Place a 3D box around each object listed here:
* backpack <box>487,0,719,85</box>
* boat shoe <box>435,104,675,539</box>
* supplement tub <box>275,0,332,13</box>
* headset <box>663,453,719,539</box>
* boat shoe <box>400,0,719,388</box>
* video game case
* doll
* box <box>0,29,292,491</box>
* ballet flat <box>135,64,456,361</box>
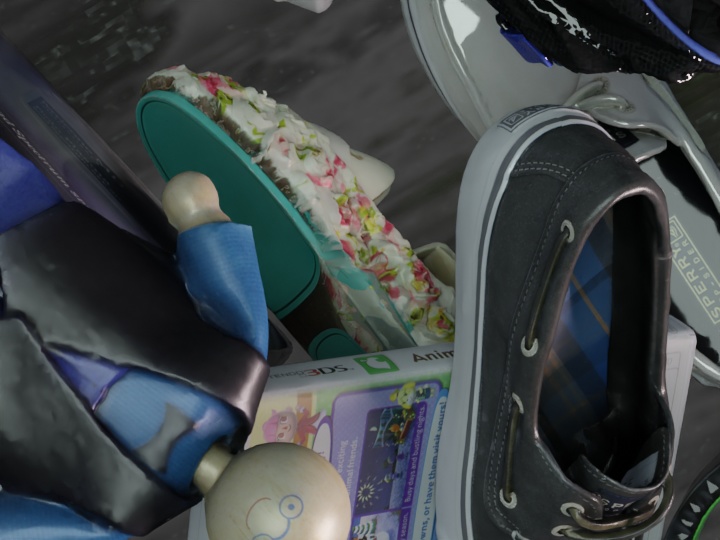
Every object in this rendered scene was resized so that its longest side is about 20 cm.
[{"bbox_3d":[0.063,-0.175,0.691,0.200,0.134,0.183,41,74,-23],"label":"backpack"},{"bbox_3d":[0.070,0.049,0.745,0.070,0.066,0.201,-13,119,-28],"label":"boat shoe"},{"bbox_3d":[-0.083,-0.179,0.804,0.199,0.140,0.141,22,95,2],"label":"supplement tub"},{"bbox_3d":[0.206,0.101,0.854,0.199,0.094,0.124,-16,98,20],"label":"headset"},{"bbox_3d":[0.084,-0.039,0.841,0.072,0.066,0.200,-33,92,5],"label":"boat shoe"},{"bbox_3d":[0.021,0.117,0.804,0.181,0.022,0.201,-7,116,-31],"label":"video game case"},{"bbox_3d":[-0.090,0.023,0.651,0.200,0.048,0.137,33,83,1],"label":"doll"},{"bbox_3d":[-0.142,-0.007,0.783,0.123,0.198,0.200,-44,84,4],"label":"box"},{"bbox_3d":[0.000,0.000,0.856,0.064,0.076,0.200,-42,97,-33],"label":"ballet flat"}]
